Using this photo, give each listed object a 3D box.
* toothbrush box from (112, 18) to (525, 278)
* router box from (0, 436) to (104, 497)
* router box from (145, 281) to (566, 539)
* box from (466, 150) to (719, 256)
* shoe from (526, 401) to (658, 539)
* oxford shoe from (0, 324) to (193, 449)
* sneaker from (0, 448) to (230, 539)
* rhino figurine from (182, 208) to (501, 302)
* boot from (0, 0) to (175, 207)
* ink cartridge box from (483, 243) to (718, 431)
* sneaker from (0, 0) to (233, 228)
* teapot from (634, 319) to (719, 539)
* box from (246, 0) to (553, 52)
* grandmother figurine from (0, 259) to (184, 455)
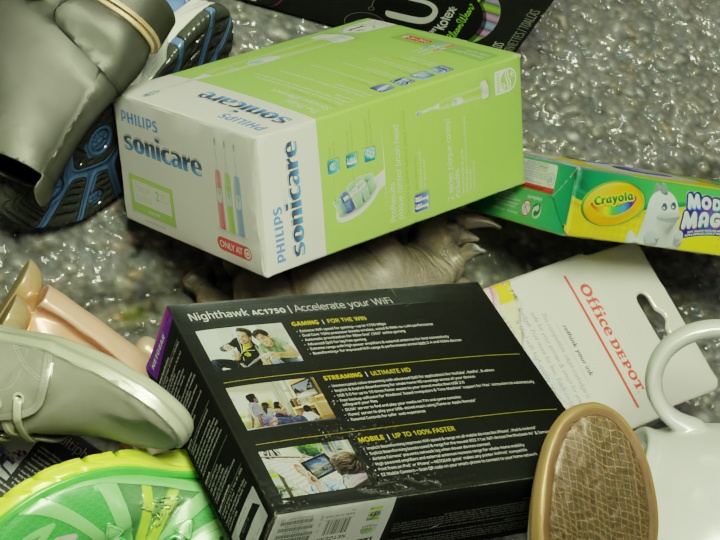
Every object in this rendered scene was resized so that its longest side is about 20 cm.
[{"bbox_3d":[-0.023,-0.079,1.022,0.200,0.086,0.145,-20,27,-36],"label":"toothbrush box"},{"bbox_3d":[-0.207,0.145,0.910,0.200,0.052,0.157,36,57,1],"label":"router box"},{"bbox_3d":[0.008,0.077,0.905,0.200,0.051,0.149,-3,43,-30],"label":"router box"},{"bbox_3d":[0.183,-0.040,1.098,0.200,0.117,0.048,8,96,-30],"label":"box"},{"bbox_3d":[0.110,0.167,0.867,0.070,0.053,0.201,0,86,-21],"label":"shoe"},{"bbox_3d":[-0.179,0.062,0.873,0.200,0.075,0.058,15,59,14],"label":"oxford shoe"},{"bbox_3d":[-0.109,0.138,0.875,0.200,0.074,0.084,-6,61,-25],"label":"sneaker"},{"bbox_3d":[0.000,0.000,1.046,0.200,0.060,0.087,-16,48,-24],"label":"rhino figurine"},{"bbox_3d":[-0.226,-0.135,0.984,0.200,0.077,0.139,24,71,16],"label":"boot"},{"bbox_3d":[0.106,0.067,1.057,0.200,0.068,0.117,-18,71,-26],"label":"ink cartridge box"},{"bbox_3d":[-0.163,-0.102,1.056,0.077,0.076,0.200,27,55,22],"label":"sneaker"},{"bbox_3d":[0.167,0.156,0.961,0.146,0.197,0.200,31,54,-1],"label":"teapot"},{"bbox_3d":[0.033,-0.241,1.144,0.200,0.149,0.125,14,61,-13],"label":"box"},{"bbox_3d":[-0.112,0.073,0.965,0.200,0.061,0.121,30,34,-15],"label":"grandmother figurine"}]
